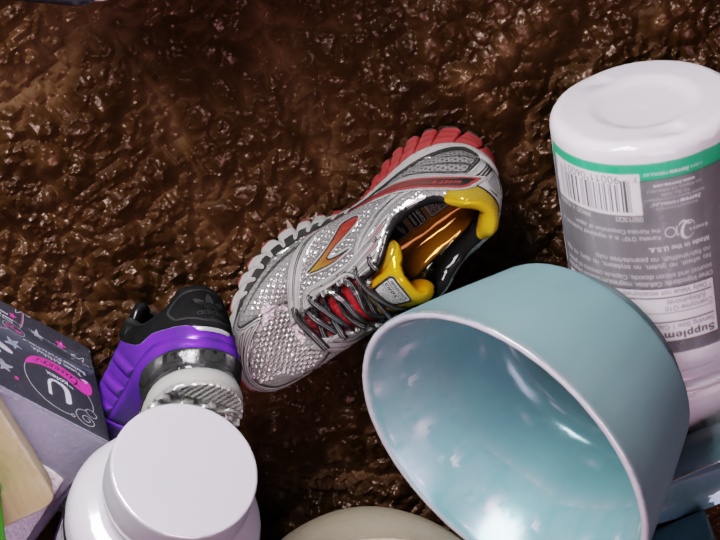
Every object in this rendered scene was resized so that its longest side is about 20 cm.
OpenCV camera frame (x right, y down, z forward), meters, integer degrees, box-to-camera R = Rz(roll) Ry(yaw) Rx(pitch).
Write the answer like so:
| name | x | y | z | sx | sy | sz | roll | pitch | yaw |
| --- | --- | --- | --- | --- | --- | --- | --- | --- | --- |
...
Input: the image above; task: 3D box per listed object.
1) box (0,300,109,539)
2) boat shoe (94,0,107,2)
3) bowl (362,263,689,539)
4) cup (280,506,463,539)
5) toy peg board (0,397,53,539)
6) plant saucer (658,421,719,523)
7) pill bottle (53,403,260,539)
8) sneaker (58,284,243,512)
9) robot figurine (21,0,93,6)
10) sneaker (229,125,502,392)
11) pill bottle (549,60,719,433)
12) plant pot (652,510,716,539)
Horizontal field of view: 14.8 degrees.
| name | x | y | z | sx | sy | sz | roll | pitch | yaw |
| --- | --- | --- | --- | --- | --- | --- | --- | --- | --- |
| box | -0.265 | 0.077 | 1.591 | 0.199 | 0.115 | 0.132 | 30 | 108 | -24 |
| boat shoe | -0.081 | -0.208 | 1.505 | 0.199 | 0.068 | 0.072 | -31 | 120 | 6 |
| bowl | 0.110 | 0.075 | 1.596 | 0.105 | 0.200 | 0.202 | -44 | 126 | -31 |
| cup | 0.006 | 0.223 | 1.702 | 0.199 | 0.143 | 0.201 | -1 | 111 | -3 |
| toy peg board | -0.293 | 0.110 | 1.483 | 0.198 | 0.098 | 0.201 | -26 | 119 | 4 |
| plant saucer | 0.230 | 0.114 | 1.702 | 0.199 | 0.200 | 0.028 | -20 | 77 | -1 |
| pill bottle | -0.118 | 0.159 | 1.575 | 0.111 | 0.112 | 0.200 | 4 | 148 | -14 |
| sneaker | -0.124 | 0.075 | 1.645 | 0.069 | 0.100 | 0.200 | 13 | 145 | -27 |
| robot figurine | -0.143 | -0.217 | 1.429 | 0.199 | 0.150 | 0.126 | 5 | 116 | 19 |
| sneaker | 0.000 | 0.000 | 1.625 | 0.200 | 0.082 | 0.078 | -43 | 118 | 12 |
| pill bottle | 0.177 | -0.012 | 1.639 | 0.112 | 0.113 | 0.201 | -13 | 120 | -5 |
| plant pot | 0.155 | 0.276 | 1.778 | 0.199 | 0.142 | 0.142 | -19 | 120 | 10 |
